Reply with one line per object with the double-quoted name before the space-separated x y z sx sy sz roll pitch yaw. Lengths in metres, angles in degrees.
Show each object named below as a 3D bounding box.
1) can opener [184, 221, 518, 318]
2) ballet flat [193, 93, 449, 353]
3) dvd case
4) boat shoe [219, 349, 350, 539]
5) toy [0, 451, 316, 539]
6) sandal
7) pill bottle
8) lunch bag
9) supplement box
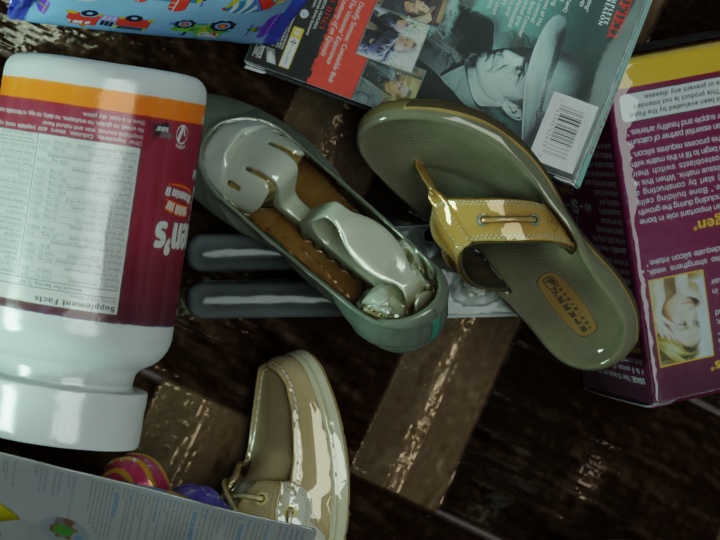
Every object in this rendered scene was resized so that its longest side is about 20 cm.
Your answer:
"can opener" 0.000 0.000 1.498 0.200 0.067 0.053 -1 95 -7
"ballet flat" -0.029 -0.036 1.433 0.200 0.064 0.067 41 73 7
"dvd case" 0.053 -0.145 1.462 0.200 0.022 0.146 20 87 13
"boat shoe" -0.050 0.145 1.474 0.069 0.074 0.200 -3 96 -26
"toy" -0.127 0.128 1.411 0.200 0.115 0.047 11 55 -4
"sandal" 0.076 -0.015 1.435 0.200 0.080 0.054 49 38 -15
"pill bottle" -0.148 -0.010 1.406 0.109 0.110 0.200 7 92 -20
"lunch bag" -0.087 -0.182 1.356 0.150 0.200 0.094 4 83 -18
"supplement box" 0.191 -0.034 1.531 0.131 0.103 0.200 -10 97 -19
